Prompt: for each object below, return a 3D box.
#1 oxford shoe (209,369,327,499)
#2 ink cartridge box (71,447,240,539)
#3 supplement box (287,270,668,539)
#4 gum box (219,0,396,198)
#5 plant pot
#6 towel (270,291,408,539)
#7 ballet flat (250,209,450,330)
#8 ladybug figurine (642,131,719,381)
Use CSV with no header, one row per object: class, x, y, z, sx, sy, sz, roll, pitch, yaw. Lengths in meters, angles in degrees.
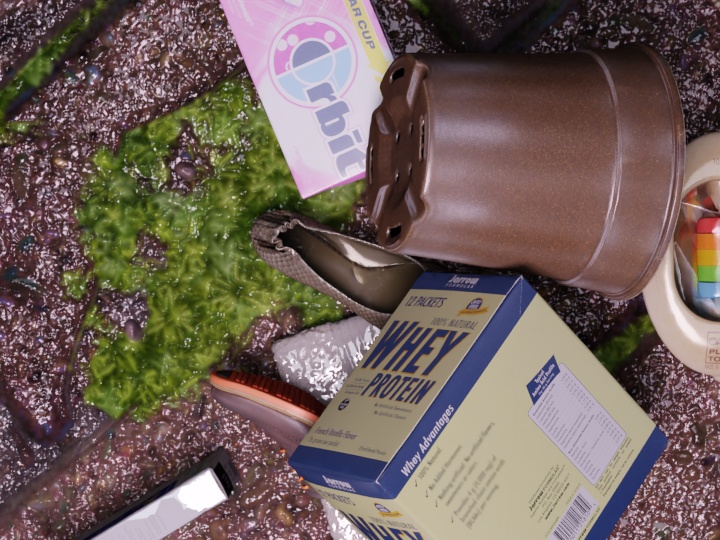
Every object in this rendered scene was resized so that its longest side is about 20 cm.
oxford shoe,-0.041,0.145,1.538,0.199,0.071,0.073,28,99,1
ink cartridge box,-0.194,0.216,1.570,0.199,0.095,0.037,-29,93,5
supplement box,0.093,0.139,1.465,0.200,0.134,0.201,46,68,-24
gum box,-0.028,-0.163,1.547,0.112,0.066,0.202,-22,93,6
plant pot,0.117,-0.084,1.452,0.196,0.200,0.203,4,95,-18
towel,0.014,0.133,1.584,0.131,0.034,0.202,-19,93,4
ballet flat,0.000,0.000,1.552,0.198,0.046,0.068,25,75,11
ladybug figurine,0.292,-0.012,1.539,0.134,0.072,0.203,3,94,4
